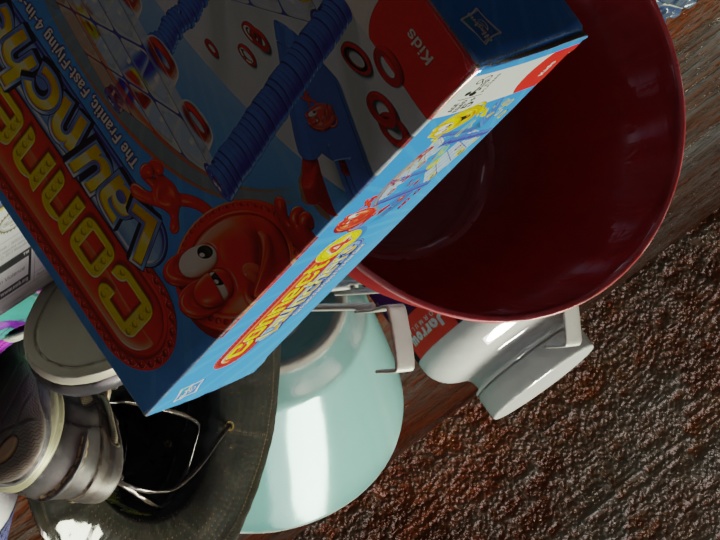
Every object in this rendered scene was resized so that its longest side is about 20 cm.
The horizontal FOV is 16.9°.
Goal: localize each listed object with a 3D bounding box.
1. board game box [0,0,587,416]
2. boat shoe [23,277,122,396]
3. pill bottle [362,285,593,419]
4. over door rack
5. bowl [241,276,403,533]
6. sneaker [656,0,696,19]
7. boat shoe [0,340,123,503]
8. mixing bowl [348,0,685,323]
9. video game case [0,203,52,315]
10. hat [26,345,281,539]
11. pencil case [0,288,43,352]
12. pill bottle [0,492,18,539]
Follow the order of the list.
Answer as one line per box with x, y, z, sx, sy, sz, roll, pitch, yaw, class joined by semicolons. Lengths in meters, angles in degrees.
-0.057;-0.089;0.763;0.056;0.200;0.196;-23;163;-47;board game box
-0.076;0.008;1.092;0.200;0.072;0.063;-42;152;-41;boat shoe
0.055;-0.011;1.496;0.112;0.200;0.112;-35;170;-7;pill bottle
0.000;0.000;1.274;0.200;0.067;0.147;13;-166;43;over door rack
-0.069;0.047;1.467;0.200;0.201;0.105;-31;149;-27;bowl
0.129;-0.168;1.370;0.077;0.085;0.200;-9;161;-37;sneaker
-0.163;0.061;1.200;0.075;0.073;0.200;-50;-153;14;boat shoe
0.032;-0.066;1.069;0.200;0.201;0.108;-31;-178;-26;mixing bowl
-0.114;-0.068;0.989;0.200;0.023;0.182;-36;154;-32;video game case
-0.132;0.075;1.347;0.200;0.201;0.081;-28;-157;-38;hat
-0.207;0.033;1.126;0.200;0.093;0.085;-43;160;29;pencil case
-0.246;0.119;1.329;0.116;0.116;0.200;-32;170;-21;pill bottle
